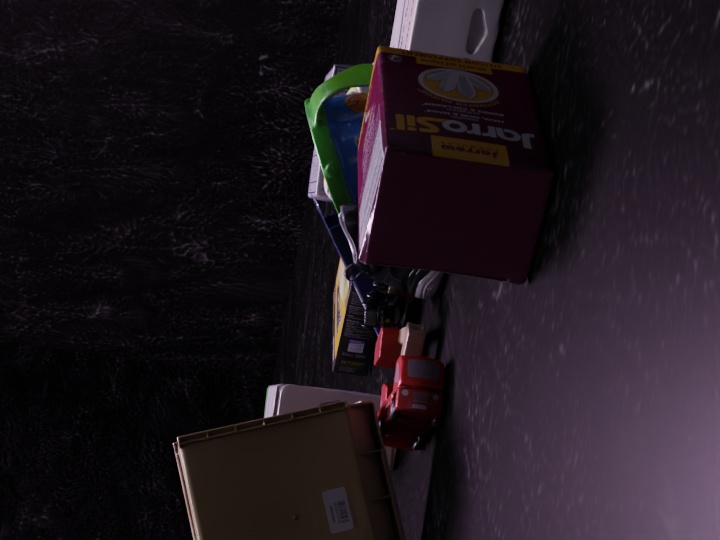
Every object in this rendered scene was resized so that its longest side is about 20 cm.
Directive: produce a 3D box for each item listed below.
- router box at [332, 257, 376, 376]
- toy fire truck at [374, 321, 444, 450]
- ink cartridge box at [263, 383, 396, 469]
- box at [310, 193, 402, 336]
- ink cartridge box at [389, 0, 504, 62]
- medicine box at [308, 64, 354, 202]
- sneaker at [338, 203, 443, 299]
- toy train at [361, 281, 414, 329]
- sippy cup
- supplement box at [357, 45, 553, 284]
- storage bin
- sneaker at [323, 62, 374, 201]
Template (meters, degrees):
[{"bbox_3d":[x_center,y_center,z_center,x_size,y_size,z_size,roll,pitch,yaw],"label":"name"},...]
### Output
[{"bbox_3d":[-0.002,0.026,2.087,0.200,0.052,0.157,-92,12,-59],"label":"router box"},{"bbox_3d":[0.048,0.106,1.511,0.200,0.049,0.141,114,164,-68],"label":"toy fire truck"},{"bbox_3d":[-0.038,0.182,1.764,0.200,0.145,0.088,137,140,-80],"label":"ink cartridge box"},{"bbox_3d":[0.000,0.000,1.715,0.200,0.032,0.121,64,179,-9],"label":"box"},{"bbox_3d":[0.085,-0.260,1.486,0.200,0.084,0.145,-97,16,-69],"label":"ink cartridge box"},{"bbox_3d":[-0.012,-0.200,2.258,0.182,0.103,0.200,-155,74,-84],"label":"medicine box"},{"bbox_3d":[0.039,-0.075,1.529,0.075,0.114,0.200,-137,55,-83],"label":"sneaker"},{"bbox_3d":[0.038,0.019,1.600,0.200,0.046,0.034,-61,-26,-70],"label":"toy train"},{"bbox_3d":[0.021,-0.138,1.615,0.178,0.130,0.140,55,-160,-81],"label":"sippy cup"},{"bbox_3d":[0.068,-0.087,1.181,0.200,0.131,0.103,-93,13,-59],"label":"supplement box"},{"bbox_3d":[-0.066,0.240,1.453,0.094,0.198,0.200,114,143,-77],"label":"storage bin"},{"bbox_3d":[0.011,-0.178,1.778,0.105,0.076,0.200,-70,6,-62],"label":"sneaker"}]
